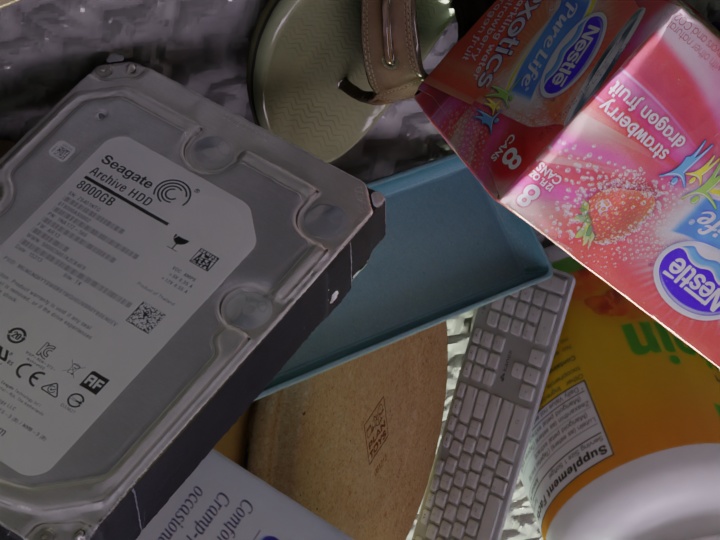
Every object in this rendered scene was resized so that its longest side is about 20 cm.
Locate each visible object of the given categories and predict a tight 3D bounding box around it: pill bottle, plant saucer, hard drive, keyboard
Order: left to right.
[{"bbox_3d":[-0.101,0.014,0.798,0.200,0.140,0.038,-48,157,-30],"label":"hard drive"},{"bbox_3d":[0.000,0.000,0.906,0.200,0.070,0.019,-21,173,-40],"label":"plant saucer"},{"bbox_3d":[0.057,0.092,1.023,0.011,0.056,0.200,13,95,-36],"label":"keyboard"},{"bbox_3d":[0.133,0.091,1.026,0.111,0.200,0.111,-12,144,-9],"label":"pill bottle"}]

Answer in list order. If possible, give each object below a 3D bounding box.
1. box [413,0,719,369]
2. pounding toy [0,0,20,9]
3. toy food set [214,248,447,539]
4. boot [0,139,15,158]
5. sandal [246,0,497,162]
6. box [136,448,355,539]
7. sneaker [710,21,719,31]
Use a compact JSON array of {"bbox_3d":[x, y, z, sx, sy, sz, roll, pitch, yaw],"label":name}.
[{"bbox_3d":[0.132,-0.037,0.844,0.103,0.095,0.200,-46,126,12],"label":"box"},{"bbox_3d":[-0.158,-0.153,0.594,0.200,0.184,0.142,-23,144,6],"label":"pounding toy"},{"bbox_3d":[-0.014,0.072,0.974,0.049,0.200,0.198,9,144,23],"label":"toy food set"},{"bbox_3d":[-0.101,0.000,0.887,0.200,0.107,0.075,-6,139,-20],"label":"boot"},{"bbox_3d":[0.027,-0.110,0.840,0.080,0.057,0.201,18,130,-40],"label":"sandal"},{"bbox_3d":[-0.081,0.161,0.868,0.200,0.105,0.184,32,149,5],"label":"box"},{"bbox_3d":[0.172,-0.078,0.936,0.200,0.081,0.083,-16,132,-9],"label":"sneaker"}]
